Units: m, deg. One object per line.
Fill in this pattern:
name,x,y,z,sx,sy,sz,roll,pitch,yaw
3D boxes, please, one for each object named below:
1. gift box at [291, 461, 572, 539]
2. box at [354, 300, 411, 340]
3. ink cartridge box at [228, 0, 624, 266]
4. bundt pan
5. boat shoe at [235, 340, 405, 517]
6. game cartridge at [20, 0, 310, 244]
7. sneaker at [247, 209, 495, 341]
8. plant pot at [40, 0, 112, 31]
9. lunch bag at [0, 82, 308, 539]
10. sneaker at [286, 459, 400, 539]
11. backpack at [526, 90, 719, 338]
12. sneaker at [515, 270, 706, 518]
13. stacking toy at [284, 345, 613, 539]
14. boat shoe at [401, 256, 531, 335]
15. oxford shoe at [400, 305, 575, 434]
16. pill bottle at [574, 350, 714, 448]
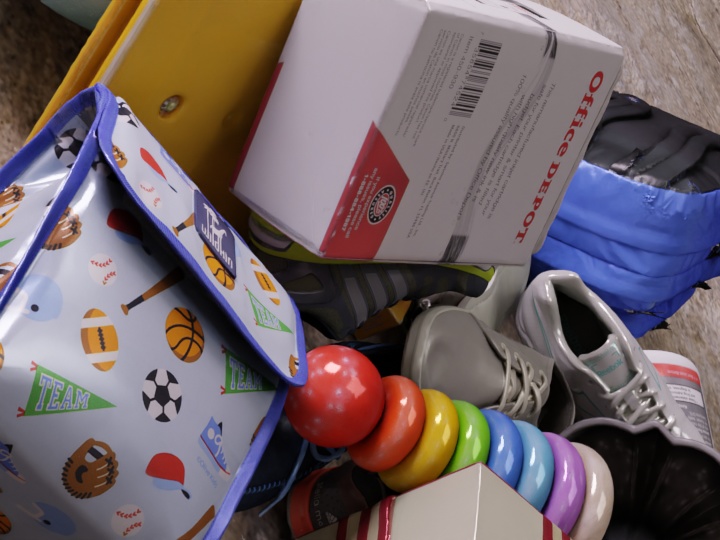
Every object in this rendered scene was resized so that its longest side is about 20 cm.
gift box,0.057,0.243,0.902,0.200,0.184,0.187,39,39,-26
box,-0.025,-0.067,1.115,0.200,0.041,0.119,52,36,-16
ink cartridge box,0.041,-0.085,0.961,0.083,0.147,0.200,35,19,33
bundt pan,0.167,0.187,1.087,0.203,0.201,0.076,67,15,2
boat shoe,-0.033,0.074,0.984,0.084,0.069,0.200,61,33,-6
game cartridge,-0.078,-0.092,0.940,0.032,0.177,0.200,48,23,27
sneaker,0.000,0.000,1.041,0.200,0.081,0.074,8,23,-42
plant pot,-0.102,-0.200,0.958,0.134,0.200,0.201,54,33,-33
lunch bag,-0.119,0.031,0.819,0.170,0.124,0.200,51,46,-27
sneaker,0.041,0.134,1.039,0.200,0.082,0.077,-15,83,-57
backpack,0.201,-0.036,1.288,0.200,0.162,0.168,-14,122,-60
sneaker,0.170,0.085,1.141,0.201,0.070,0.080,53,-8,13
stacking toy,0.044,0.097,0.940,0.200,0.085,0.086,32,45,-28
boat shoe,0.062,0.028,1.158,0.202,0.060,0.072,-57,149,-50
oxford shoe,0.083,0.069,1.070,0.200,0.058,0.075,31,72,-58
pill bottle,0.200,0.168,1.213,0.116,0.116,0.201,23,52,-47
